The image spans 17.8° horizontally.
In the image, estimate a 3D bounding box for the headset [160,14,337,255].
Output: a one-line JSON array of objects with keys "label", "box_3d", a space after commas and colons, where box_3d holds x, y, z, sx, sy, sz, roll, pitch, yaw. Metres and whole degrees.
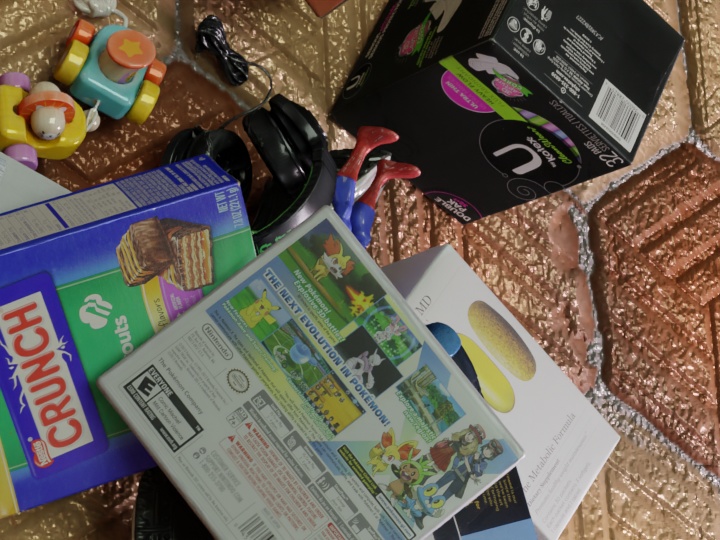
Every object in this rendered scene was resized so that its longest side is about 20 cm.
[{"label": "headset", "box_3d": [-0.085, -0.087, 1.587, 0.200, 0.123, 0.094, -96, 161, -47]}]

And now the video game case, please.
[{"label": "video game case", "box_3d": [-0.030, 0.091, 1.410, 0.182, 0.022, 0.200, -38, 84, -9]}]

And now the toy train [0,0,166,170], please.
[{"label": "toy train", "box_3d": [-0.215, -0.147, 1.526, 0.200, 0.056, 0.150, -23, 77, -40]}]

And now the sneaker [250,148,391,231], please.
[{"label": "sneaker", "box_3d": [-0.039, -0.018, 1.639, 0.200, 0.074, 0.079, -51, 131, -36]}]

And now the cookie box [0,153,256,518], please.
[{"label": "cookie box", "box_3d": [-0.161, 0.040, 1.448, 0.200, 0.075, 0.171, -18, 112, -16]}]

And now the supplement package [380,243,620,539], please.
[{"label": "supplement package", "box_3d": [0.067, 0.097, 1.650, 0.200, 0.110, 0.114, 47, 55, -16]}]

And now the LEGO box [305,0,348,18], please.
[{"label": "LEGO box", "box_3d": [-0.039, -0.272, 1.622, 0.149, 0.077, 0.200, 54, 9, -13]}]

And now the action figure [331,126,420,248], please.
[{"label": "action figure", "box_3d": [0.000, 0.000, 1.557, 0.200, 0.099, 0.065, -61, 140, -22]}]

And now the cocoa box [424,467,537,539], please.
[{"label": "cocoa box", "box_3d": [0.038, 0.223, 1.493, 0.131, 0.133, 0.200, -8, 79, -43]}]

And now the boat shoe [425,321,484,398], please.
[{"label": "boat shoe", "box_3d": [-0.003, 0.099, 1.541, 0.084, 0.200, 0.069, -44, 104, -39]}]

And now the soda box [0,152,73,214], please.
[{"label": "soda box", "box_3d": [-0.190, -0.005, 1.515, 0.200, 0.068, 0.063, 30, 63, -26]}]

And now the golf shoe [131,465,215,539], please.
[{"label": "golf shoe", "box_3d": [-0.113, 0.217, 1.495, 0.078, 0.094, 0.200, -17, 96, -26]}]

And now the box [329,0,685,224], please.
[{"label": "box", "box_3d": [0.105, -0.141, 1.685, 0.149, 0.200, 0.124, 39, 59, -22]}]
